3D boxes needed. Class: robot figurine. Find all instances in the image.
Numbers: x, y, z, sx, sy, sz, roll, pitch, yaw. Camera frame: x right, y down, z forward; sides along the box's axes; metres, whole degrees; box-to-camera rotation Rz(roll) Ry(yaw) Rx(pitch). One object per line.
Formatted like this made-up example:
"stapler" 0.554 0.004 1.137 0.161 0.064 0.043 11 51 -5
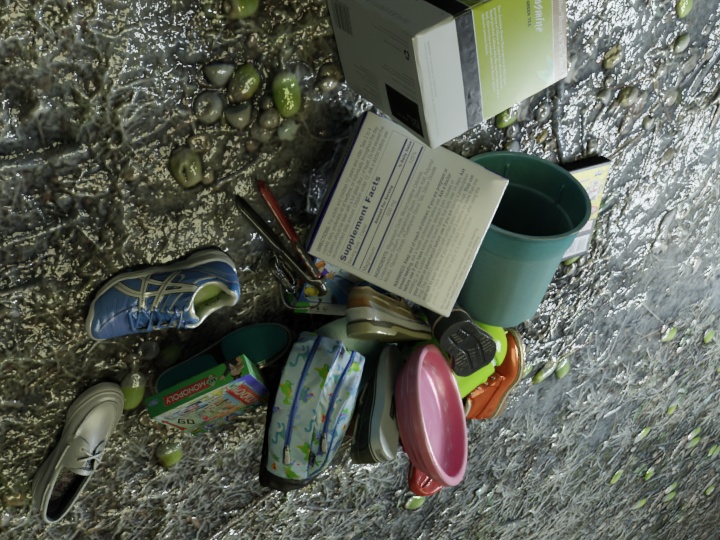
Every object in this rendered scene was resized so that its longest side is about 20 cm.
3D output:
"robot figurine" 0.159 0.143 1.242 0.199 0.116 0.177 -39 133 -5

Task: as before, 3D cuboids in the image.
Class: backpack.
"backpack" -0.067 0.181 1.029 0.163 0.150 0.205 -51 143 -58

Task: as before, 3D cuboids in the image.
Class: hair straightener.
"hair straightener" -0.107 -0.019 0.976 0.076 0.041 0.201 -29 126 5

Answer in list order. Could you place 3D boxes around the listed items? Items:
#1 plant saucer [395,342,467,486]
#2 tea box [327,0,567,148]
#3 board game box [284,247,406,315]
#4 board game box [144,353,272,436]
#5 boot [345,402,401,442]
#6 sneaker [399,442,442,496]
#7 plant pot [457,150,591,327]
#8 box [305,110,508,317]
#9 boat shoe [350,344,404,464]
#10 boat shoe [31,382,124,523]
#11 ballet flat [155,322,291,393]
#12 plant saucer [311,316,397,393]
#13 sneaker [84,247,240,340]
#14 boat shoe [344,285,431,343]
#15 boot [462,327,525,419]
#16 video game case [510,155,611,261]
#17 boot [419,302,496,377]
"plant saucer" 0.101 0.211 1.095 0.050 0.204 0.201 -14 140 22
"tea box" 0.096 -0.270 0.846 0.194 0.200 0.136 -29 133 -15
"board game box" 0.000 0.000 1.087 0.197 0.034 0.138 5 117 -38
"board game box" -0.190 0.170 0.997 0.132 0.030 0.201 -24 162 -3
"boot" 0.056 0.243 1.213 0.196 0.165 0.074 6 74 -31
"sneaker" 0.110 0.326 1.308 0.115 0.078 0.200 -43 -176 40
"plant pot" 0.218 -0.036 1.116 0.196 0.201 0.199 -15 137 -25
"box" 0.053 -0.071 0.945 0.196 0.105 0.187 24 95 -9
"boat shoe" 0.023 0.186 1.074 0.062 0.202 0.071 -18 122 24
"boat shoe" -0.366 0.240 0.977 0.072 0.069 0.201 31 101 -44
"ballet flat" -0.187 0.133 1.040 0.196 0.070 0.070 -25 132 -12
"plant saucer" -0.024 0.152 1.150 0.197 0.039 0.204 -17 139 -16
"sneaker" -0.239 0.036 0.916 0.197 0.077 0.077 -24 134 -17
"boat shoe" 0.047 0.066 1.084 0.073 0.070 0.199 -11 165 28
"boot" 0.229 0.193 1.362 0.105 0.075 0.204 -1 122 -28
"video game case" 0.321 -0.088 1.257 0.196 0.026 0.184 -15 128 -25
"boot" 0.132 0.067 1.124 0.076 0.140 0.201 -31 146 0
